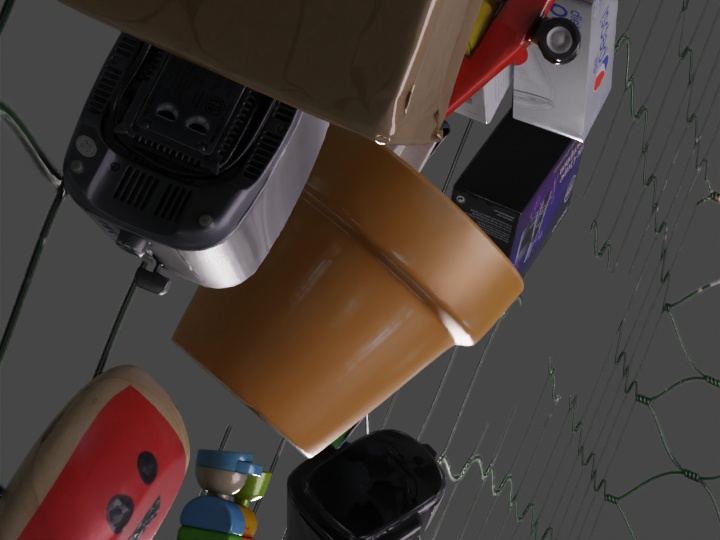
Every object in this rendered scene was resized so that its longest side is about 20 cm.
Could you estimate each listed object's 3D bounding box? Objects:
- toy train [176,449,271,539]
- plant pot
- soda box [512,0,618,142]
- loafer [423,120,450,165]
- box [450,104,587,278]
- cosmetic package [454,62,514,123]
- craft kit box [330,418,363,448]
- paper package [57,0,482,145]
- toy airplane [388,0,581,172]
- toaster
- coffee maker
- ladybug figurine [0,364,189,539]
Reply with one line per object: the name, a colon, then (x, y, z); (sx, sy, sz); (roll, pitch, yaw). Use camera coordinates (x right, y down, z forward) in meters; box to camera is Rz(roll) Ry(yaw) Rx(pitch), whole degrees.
toy train: (-0.095, 0.202, 1.703); (0.200, 0.084, 0.116); (39, 61, -75)
plant pot: (-0.022, 0.018, 1.484); (0.183, 0.200, 0.200); (-50, 164, -5)
soda box: (0.165, -0.189, 1.772); (0.200, 0.068, 0.064); (85, 30, -61)
loafer: (0.004, -0.060, 1.664); (0.201, 0.070, 0.068); (-57, 162, -36)
box: (0.152, -0.070, 2.189); (0.200, 0.079, 0.142); (-53, 163, -45)
cosmetic package: (0.114, -0.234, 1.803); (0.201, 0.071, 0.102); (-61, 164, -21)
craft kit box: (0.036, 0.050, 1.835); (0.198, 0.048, 0.200); (-49, 178, 4)
paper package: (-0.028, -0.185, 1.088); (0.192, 0.199, 0.103); (-70, 165, 12)
toy airplane: (0.048, -0.159, 1.587); (0.199, 0.141, 0.200); (-37, 179, -38)
toaster: (-0.081, -0.086, 1.234); (0.129, 0.113, 0.201); (80, 33, -72)
coffee maker: (-0.011, 0.265, 1.980); (0.192, 0.134, 0.201); (-56, 161, -36)
ladybug figurine: (-0.166, 0.145, 1.347); (0.200, 0.072, 0.136); (-56, 162, -39)
